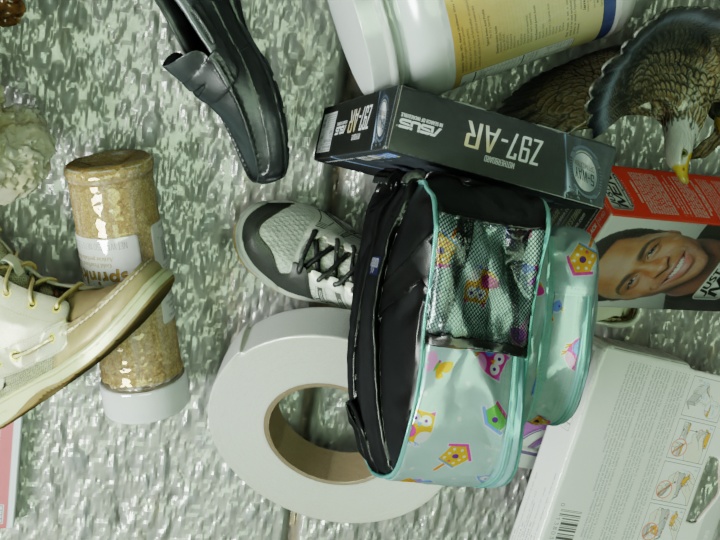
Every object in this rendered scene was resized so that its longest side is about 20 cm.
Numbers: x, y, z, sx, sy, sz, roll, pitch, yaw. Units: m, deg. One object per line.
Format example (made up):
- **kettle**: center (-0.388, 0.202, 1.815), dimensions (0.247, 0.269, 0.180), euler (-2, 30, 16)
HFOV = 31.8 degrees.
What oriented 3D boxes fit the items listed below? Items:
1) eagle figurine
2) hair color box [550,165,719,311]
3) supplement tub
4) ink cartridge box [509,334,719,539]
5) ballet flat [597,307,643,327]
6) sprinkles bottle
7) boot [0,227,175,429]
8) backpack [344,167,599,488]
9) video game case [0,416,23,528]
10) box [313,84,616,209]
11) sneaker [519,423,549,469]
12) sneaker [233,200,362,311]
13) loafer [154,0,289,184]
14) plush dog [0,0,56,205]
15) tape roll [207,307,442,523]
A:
- **eagle figurine**: center (0.221, -0.136, 0.944), dimensions (0.198, 0.152, 0.153), euler (11, 125, -20)
- **hair color box**: center (0.240, -0.023, 0.997), dimensions (0.198, 0.062, 0.102), euler (3, 136, -27)
- **supplement tub**: center (0.080, -0.210, 0.900), dimensions (0.198, 0.144, 0.146), euler (-19, 110, -5)
- **ink cartridge box**: center (0.228, 0.166, 1.049), dimensions (0.175, 0.045, 0.202), euler (14, 99, -27)
- **ballet flat**: center (0.143, 0.008, 1.025), dimensions (0.198, 0.069, 0.070), euler (11, 105, -15)
- **sprinkles bottle**: center (-0.176, 0.013, 0.957), dimensions (0.068, 0.068, 0.202), euler (-9, 109, -9)
- **boot**: center (-0.240, 0.008, 0.902), dimensions (0.199, 0.072, 0.155), euler (-34, 94, 28)
- **backpack**: center (0.066, 0.045, 0.844), dimensions (0.152, 0.176, 0.202), euler (13, 91, -15)
- **video game case**: center (-0.365, 0.130, 0.980), dimensions (0.198, 0.017, 0.144), euler (5, 107, -13)
- **box**: center (0.066, -0.084, 0.907), dimensions (0.159, 0.200, 0.044), euler (14, 89, -17)
- **sneaker**: center (0.154, 0.107, 1.062), dimensions (0.199, 0.073, 0.115), euler (17, 100, -28)
- **sneaker**: center (0.000, 0.000, 0.971), dimensions (0.199, 0.088, 0.076), euler (26, 77, -21)
- **loafer**: center (-0.109, -0.153, 0.914), dimensions (0.070, 0.068, 0.202), euler (-26, 105, -22)
- **plush dog**: center (-0.312, -0.142, 0.843), dimensions (0.198, 0.161, 0.173), euler (-6, 73, -9)
- **tape roll**: center (-0.021, 0.117, 0.993), dimensions (0.201, 0.037, 0.204), euler (6, 128, 8)
